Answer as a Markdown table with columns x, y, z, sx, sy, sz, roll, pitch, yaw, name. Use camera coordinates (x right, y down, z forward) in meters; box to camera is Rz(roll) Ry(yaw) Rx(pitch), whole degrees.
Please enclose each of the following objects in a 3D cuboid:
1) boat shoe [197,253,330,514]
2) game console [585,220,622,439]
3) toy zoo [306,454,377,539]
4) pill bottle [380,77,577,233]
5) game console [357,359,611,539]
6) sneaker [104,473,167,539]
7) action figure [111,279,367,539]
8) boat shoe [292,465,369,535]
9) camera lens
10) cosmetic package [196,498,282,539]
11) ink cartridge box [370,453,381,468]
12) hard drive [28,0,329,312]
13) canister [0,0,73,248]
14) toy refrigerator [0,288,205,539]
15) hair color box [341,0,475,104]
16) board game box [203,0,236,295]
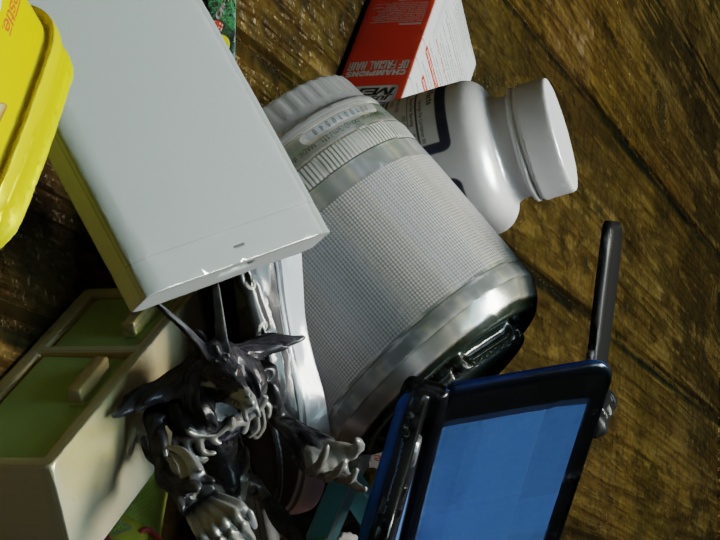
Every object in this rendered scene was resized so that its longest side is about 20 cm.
| x | y | z | sx | sy | sz | roll | pitch | yaw | name |
| --- | --- | --- | --- | --- | --- | --- | --- | --- | --- |
| -0.065 | 0.044 | 1.138 | 0.066 | 0.070 | 0.202 | -15 | 109 | -34 | boat shoe |
| 0.111 | 0.058 | 1.324 | 0.117 | 0.175 | 0.200 | 64 | 9 | 3 | game console |
| 0.019 | 0.177 | 1.323 | 0.132 | 0.020 | 0.201 | 57 | 38 | -29 | toy zoo |
| 0.047 | -0.069 | 1.444 | 0.111 | 0.198 | 0.112 | -15 | 90 | -76 | pill bottle |
| 0.060 | 0.161 | 1.176 | 0.171 | 0.117 | 0.201 | -72 | 174 | -46 | game console |
| -0.125 | 0.190 | 1.139 | 0.078 | 0.090 | 0.201 | 59 | 34 | -51 | sneaker |
| -0.056 | 0.109 | 1.075 | 0.118 | 0.102 | 0.202 | -25 | 119 | -30 | action figure |
| -0.028 | 0.142 | 1.407 | 0.074 | 0.075 | 0.201 | 82 | 2 | -45 | boat shoe |
| 0.000 | 0.000 | 1.275 | 0.200 | 0.160 | 0.160 | 50 | 15 | 13 | camera lens |
| -0.059 | 0.235 | 1.348 | 0.083 | 0.050 | 0.201 | -102 | 175 | -51 | cosmetic package |
| 0.024 | 0.093 | 1.521 | 0.200 | 0.114 | 0.068 | -60 | 143 | -56 | ink cartridge box |
| -0.113 | -0.086 | 1.073 | 0.131 | 0.026 | 0.201 | -20 | 78 | -43 | hard drive |
| -0.216 | -0.116 | 0.912 | 0.201 | 0.086 | 0.149 | 63 | 32 | -47 | canister |
| -0.150 | 0.078 | 1.098 | 0.200 | 0.075 | 0.071 | -54 | 138 | -59 | toy refrigerator |
| 0.036 | -0.147 | 1.646 | 0.201 | 0.063 | 0.111 | -72 | 154 | -45 | hair color box |
| -0.103 | -0.082 | 1.220 | 0.023 | 0.105 | 0.202 | 4 | 84 | -28 | board game box |
